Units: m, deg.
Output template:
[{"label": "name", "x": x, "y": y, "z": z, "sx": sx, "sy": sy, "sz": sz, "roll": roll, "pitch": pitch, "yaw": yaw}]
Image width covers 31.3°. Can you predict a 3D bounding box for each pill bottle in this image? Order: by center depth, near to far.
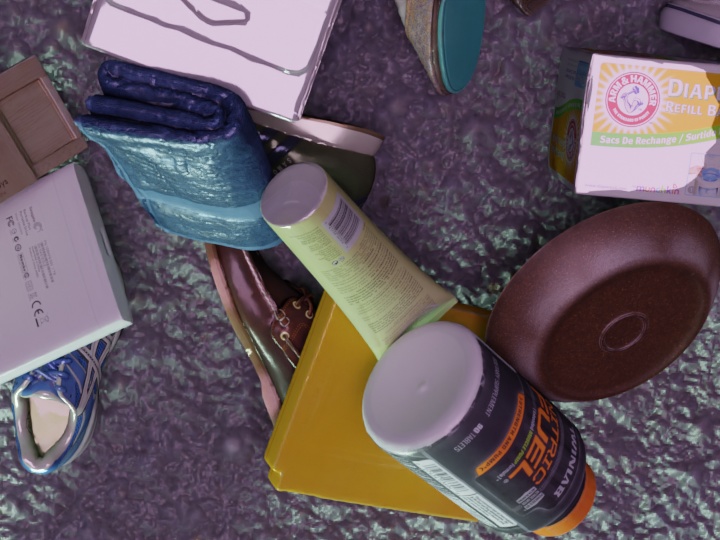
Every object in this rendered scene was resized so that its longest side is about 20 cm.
[{"label": "pill bottle", "x": 0.099, "y": 0.129, "z": 0.960, "sx": 0.106, "sy": 0.106, "sz": 0.200, "roll": -43, "pitch": 129, "yaw": 8}]

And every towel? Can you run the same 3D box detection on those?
[{"label": "towel", "x": -0.111, "y": -0.066, "z": 0.868, "sx": 0.111, "sy": 0.200, "sz": 0.049, "roll": 13, "pitch": 71, "yaw": 11}]

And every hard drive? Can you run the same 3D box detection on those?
[{"label": "hard drive", "x": -0.280, "y": 0.019, "z": 0.973, "sx": 0.200, "sy": 0.027, "sz": 0.132, "roll": -24, "pitch": 73, "yaw": 11}]

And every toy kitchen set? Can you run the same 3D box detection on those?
[{"label": "toy kitchen set", "x": -0.356, "y": -0.104, "z": 0.959, "sx": 0.200, "sy": 0.180, "sz": 0.163, "roll": -39, "pitch": 109, "yaw": -33}]

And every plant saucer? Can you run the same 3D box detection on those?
[{"label": "plant saucer", "x": 0.193, "y": 0.037, "z": 0.975, "sx": 0.200, "sy": 0.037, "sz": 0.201, "roll": -13, "pitch": 134, "yaw": -14}]

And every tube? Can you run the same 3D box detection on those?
[{"label": "tube", "x": 0.000, "y": 0.000, "z": 0.898, "sx": 0.058, "sy": 0.052, "sz": 0.200, "roll": -12, "pitch": 144, "yaw": 26}]

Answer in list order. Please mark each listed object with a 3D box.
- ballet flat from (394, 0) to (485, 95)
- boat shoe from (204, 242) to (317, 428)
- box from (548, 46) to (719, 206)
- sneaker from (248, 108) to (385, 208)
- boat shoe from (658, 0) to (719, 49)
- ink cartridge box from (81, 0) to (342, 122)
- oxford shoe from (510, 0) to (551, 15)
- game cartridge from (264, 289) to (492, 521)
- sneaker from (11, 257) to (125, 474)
[{"label": "ballet flat", "x": 0.054, "y": -0.226, "z": 0.940, "sx": 0.067, "sy": 0.068, "sz": 0.200, "roll": 27, "pitch": 135, "yaw": 31}, {"label": "boat shoe", "x": -0.059, "y": 0.047, "z": 1.007, "sx": 0.070, "sy": 0.070, "sz": 0.200, "roll": -19, "pitch": 112, "yaw": 9}, {"label": "box", "x": 0.251, "y": -0.106, "z": 0.957, "sx": 0.200, "sy": 0.113, "sz": 0.102, "roll": 5, "pitch": 102, "yaw": -2}, {"label": "sneaker", "x": -0.086, "y": -0.081, "z": 0.974, "sx": 0.200, "sy": 0.067, "sz": 0.090, "roll": 11, "pitch": 98, "yaw": -8}, {"label": "boat shoe", "x": 0.323, "y": -0.193, "z": 0.933, "sx": 0.202, "sy": 0.075, "sz": 0.086, "roll": 16, "pitch": 104, "yaw": 25}, {"label": "ink cartridge box", "x": -0.085, "y": -0.202, "z": 0.877, "sx": 0.147, "sy": 0.200, "sz": 0.146, "roll": 20, "pitch": 102, "yaw": -7}, {"label": "oxford shoe", "x": 0.192, "y": -0.260, "z": 0.950, "sx": 0.200, "sy": 0.071, "sz": 0.073, "roll": -26, "pitch": 124, "yaw": 8}, {"label": "game cartridge", "x": 0.038, "y": 0.103, "z": 1.008, "sx": 0.200, "sy": 0.032, "sz": 0.177, "roll": 15, "pitch": 103, "yaw": -26}, {"label": "sneaker", "x": -0.229, "y": 0.066, "z": 1.001, "sx": 0.076, "sy": 0.077, "sz": 0.200, "roll": 7, "pitch": 101, "yaw": -2}]
